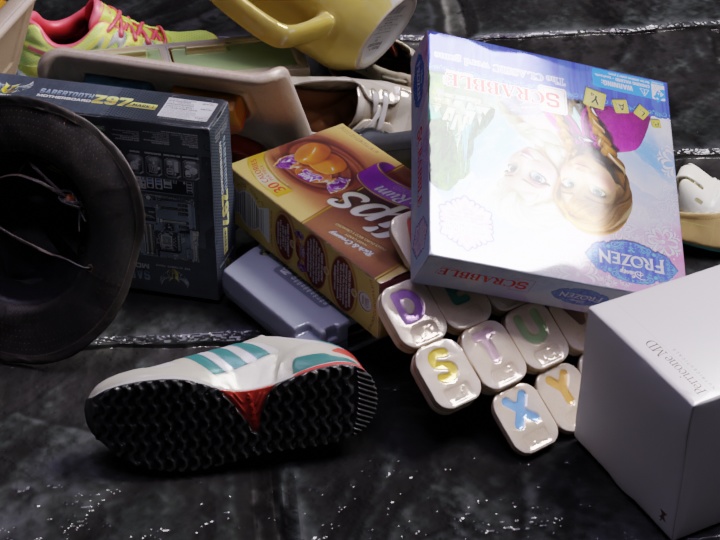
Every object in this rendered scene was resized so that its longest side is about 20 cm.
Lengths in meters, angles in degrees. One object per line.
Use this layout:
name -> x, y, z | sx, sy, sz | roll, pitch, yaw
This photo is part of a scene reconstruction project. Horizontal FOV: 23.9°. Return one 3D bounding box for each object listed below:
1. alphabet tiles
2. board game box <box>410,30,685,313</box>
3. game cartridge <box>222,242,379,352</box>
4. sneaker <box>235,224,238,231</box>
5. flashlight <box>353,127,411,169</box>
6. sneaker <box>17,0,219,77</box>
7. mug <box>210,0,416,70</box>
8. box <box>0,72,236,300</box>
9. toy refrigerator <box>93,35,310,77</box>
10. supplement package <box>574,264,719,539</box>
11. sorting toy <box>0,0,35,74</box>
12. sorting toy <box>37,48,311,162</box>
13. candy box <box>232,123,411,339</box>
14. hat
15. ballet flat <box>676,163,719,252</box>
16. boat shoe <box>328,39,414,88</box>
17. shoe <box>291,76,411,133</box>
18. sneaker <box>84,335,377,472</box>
alphabet tiles -> 0.112, 0.028, 1.218 | 0.200, 0.015, 0.196 | -21, 74, -29
board game box -> 0.136, -0.068, 1.245 | 0.200, 0.041, 0.200 | 9, 58, -15
game cartridge -> 0.000, 0.000, 1.331 | 0.200, 0.041, 0.133 | -23, 45, -30
sneaker -> -0.190, -0.059, 1.380 | 0.200, 0.072, 0.073 | -1, 31, 0
flashlight -> 0.057, -0.095, 1.378 | 0.068, 0.068, 0.200 | -45, 24, -29
sneaker -> -0.226, -0.210, 1.581 | 0.200, 0.090, 0.078 | -8, 34, -14
mug -> -0.045, -0.245, 1.507 | 0.153, 0.149, 0.187 | 40, 69, 10
box -> -0.199, -0.065, 1.312 | 0.200, 0.158, 0.051 | 8, 35, 12
toy refrigerator -> -0.150, -0.166, 1.537 | 0.200, 0.070, 0.076 | -7, 36, -10
supplement package -> 0.263, 0.075, 1.152 | 0.200, 0.120, 0.121 | -17, 39, -23
sorting toy -> -0.324, -0.137, 1.390 | 0.036, 0.200, 0.185 | 28, 37, -3
sorting toy -> -0.146, -0.122, 1.394 | 0.200, 0.185, 0.037 | 5, 72, 9
candy box -> -0.001, -0.034, 1.302 | 0.117, 0.057, 0.200 | -22, 40, -29
hat -> -0.245, -0.036, 1.261 | 0.200, 0.201, 0.081 | 4, 16, 5
ballet flat -> 0.245, -0.063, 1.400 | 0.200, 0.063, 0.069 | 12, 37, 15
boat shoe -> 0.021, -0.193, 1.585 | 0.071, 0.063, 0.200 | -14, 36, -17
shoe -> -0.024, -0.133, 1.477 | 0.200, 0.070, 0.053 | 4, 2, 1
sneaker -> -0.092, 0.087, 1.191 | 0.199, 0.070, 0.093 | -7, 18, -7
